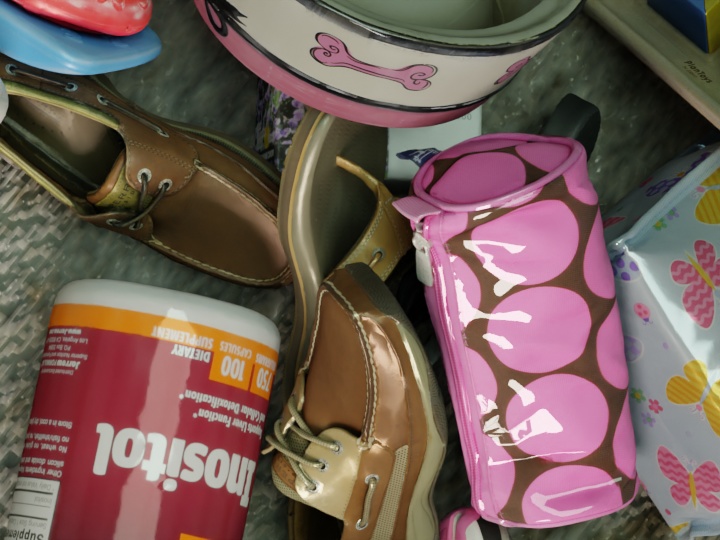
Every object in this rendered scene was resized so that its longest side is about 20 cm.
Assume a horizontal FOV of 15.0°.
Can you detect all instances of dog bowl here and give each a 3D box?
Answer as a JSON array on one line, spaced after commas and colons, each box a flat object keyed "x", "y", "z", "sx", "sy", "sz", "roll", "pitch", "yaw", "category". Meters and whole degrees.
[{"x": 0.005, "y": -0.151, "z": 1.302, "sx": 0.200, "sy": 0.074, "sz": 0.200, "roll": 15, "pitch": 43, "yaw": -14, "category": "dog bowl"}]

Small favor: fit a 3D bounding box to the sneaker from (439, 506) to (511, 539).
[{"x": 0.100, "y": 0.205, "z": 1.381, "sx": 0.087, "sy": 0.074, "sz": 0.200, "roll": -23, "pitch": 95, "yaw": -16, "category": "sneaker"}]

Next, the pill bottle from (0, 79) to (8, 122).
[{"x": -0.266, "y": -0.039, "z": 1.265, "sx": 0.113, "sy": 0.113, "sz": 0.200, "roll": 41, "pitch": 100, "yaw": -7, "category": "pill bottle"}]

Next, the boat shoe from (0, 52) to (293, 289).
[{"x": -0.114, "y": -0.044, "z": 1.340, "sx": 0.200, "sy": 0.068, "sz": 0.072, "roll": 30, "pitch": 114, "yaw": -3, "category": "boat shoe"}]

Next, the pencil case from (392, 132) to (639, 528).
[{"x": 0.076, "y": 0.033, "z": 1.311, "sx": 0.094, "sy": 0.091, "sz": 0.200, "roll": -31, "pitch": 120, "yaw": -30, "category": "pencil case"}]

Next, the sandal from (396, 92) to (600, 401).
[{"x": 0.059, "y": -0.007, "z": 1.401, "sx": 0.048, "sy": 0.075, "sz": 0.200, "roll": 26, "pitch": 69, "yaw": 15, "category": "sandal"}]

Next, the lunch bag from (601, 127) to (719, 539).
[{"x": 0.206, "y": 0.013, "z": 1.400, "sx": 0.200, "sy": 0.127, "sz": 0.170, "roll": -36, "pitch": 95, "yaw": -36, "category": "lunch bag"}]

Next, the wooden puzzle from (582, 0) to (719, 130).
[{"x": 0.239, "y": -0.134, "z": 1.404, "sx": 0.200, "sy": 0.185, "sz": 0.046, "roll": -17, "pitch": 126, "yaw": -18, "category": "wooden puzzle"}]

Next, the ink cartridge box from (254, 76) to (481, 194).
[{"x": 0.006, "y": -0.142, "z": 1.403, "sx": 0.109, "sy": 0.050, "sz": 0.200, "roll": 3, "pitch": 84, "yaw": -14, "category": "ink cartridge box"}]

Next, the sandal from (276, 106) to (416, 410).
[{"x": 0.000, "y": 0.000, "z": 1.338, "sx": 0.080, "sy": 0.054, "sz": 0.200, "roll": -33, "pitch": 132, "yaw": -52, "category": "sandal"}]

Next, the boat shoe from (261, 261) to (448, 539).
[{"x": -0.006, "y": 0.088, "z": 1.312, "sx": 0.074, "sy": 0.076, "sz": 0.200, "roll": -23, "pitch": 135, "yaw": -20, "category": "boat shoe"}]

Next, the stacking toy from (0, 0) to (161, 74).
[{"x": -0.119, "y": -0.200, "z": 1.300, "sx": 0.116, "sy": 0.110, "sz": 0.200, "roll": 32, "pitch": 110, "yaw": 11, "category": "stacking toy"}]

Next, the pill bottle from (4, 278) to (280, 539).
[{"x": -0.110, "y": 0.112, "z": 1.313, "sx": 0.113, "sy": 0.113, "sz": 0.200, "roll": 12, "pitch": 81, "yaw": -13, "category": "pill bottle"}]
